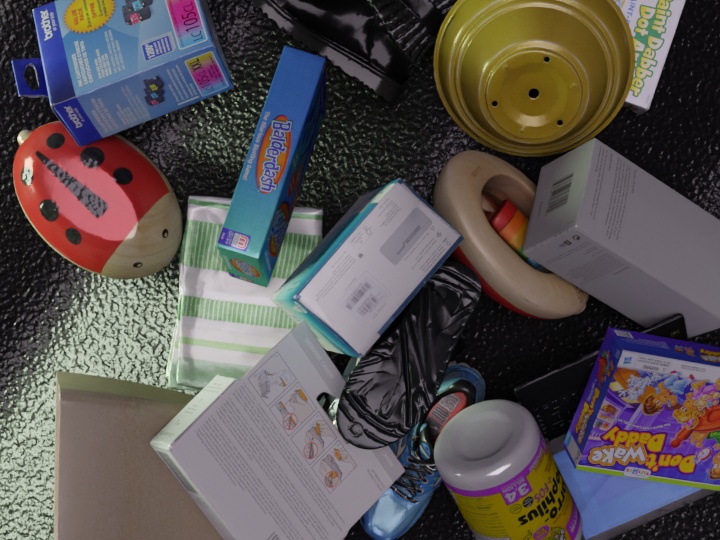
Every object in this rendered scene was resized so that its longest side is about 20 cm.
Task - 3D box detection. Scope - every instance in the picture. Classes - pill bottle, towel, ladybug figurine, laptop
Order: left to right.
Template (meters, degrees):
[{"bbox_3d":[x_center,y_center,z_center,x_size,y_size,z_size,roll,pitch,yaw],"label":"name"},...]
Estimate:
[{"bbox_3d":[-0.272,-0.074,1.306,0.200,0.072,0.136,37,91,1],"label":"ladybug figurine"},{"bbox_3d":[-0.117,0.028,1.328,0.152,0.023,0.201,5,90,0],"label":"towel"},{"bbox_3d":[0.145,-0.027,1.275,0.200,0.136,0.072,48,135,-5],"label":"ladybug figurine"},{"bbox_3d":[0.152,0.227,1.251,0.104,0.104,0.200,-28,123,1],"label":"pill bottle"},{"bbox_3d":[0.267,0.162,1.276,0.177,0.200,0.104,-25,54,3],"label":"laptop"}]

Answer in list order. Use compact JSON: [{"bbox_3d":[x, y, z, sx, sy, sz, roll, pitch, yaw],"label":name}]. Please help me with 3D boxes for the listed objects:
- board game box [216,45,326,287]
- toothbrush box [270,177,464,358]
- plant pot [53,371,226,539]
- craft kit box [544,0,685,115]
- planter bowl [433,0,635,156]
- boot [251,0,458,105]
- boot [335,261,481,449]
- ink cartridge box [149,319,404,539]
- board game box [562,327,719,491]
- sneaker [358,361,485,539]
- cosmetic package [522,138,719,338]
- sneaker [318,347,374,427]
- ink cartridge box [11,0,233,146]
[{"bbox_3d":[-0.082,-0.095,1.246,0.045,0.152,0.201,18,80,2],"label":"board game box"},{"bbox_3d":[0.000,0.000,1.226,0.085,0.200,0.147,42,81,-7],"label":"toothbrush box"},{"bbox_3d":[-0.206,0.205,1.251,0.176,0.200,0.201,1,90,-14],"label":"plant pot"},{"bbox_3d":[0.229,-0.285,1.313,0.197,0.049,0.201,18,91,-2],"label":"craft kit box"},{"bbox_3d":[0.168,-0.185,1.248,0.199,0.084,0.201,3,120,5],"label":"planter bowl"},{"bbox_3d":[-0.002,-0.284,1.295,0.211,0.079,0.158,33,97,-10],"label":"boot"},{"bbox_3d":[0.047,0.092,1.241,0.076,0.168,0.201,31,77,6],"label":"boot"},{"bbox_3d":[-0.072,0.175,1.205,0.176,0.045,0.200,-44,115,-26],"label":"ink cartridge box"},{"bbox_3d":[0.312,0.138,1.240,0.199,0.045,0.135,10,115,-14],"label":"board game box"},{"bbox_3d":[0.057,0.182,1.291,0.078,0.090,0.201,29,91,1],"label":"sneaker"},{"bbox_3d":[0.264,-0.025,1.240,0.200,0.085,0.108,31,58,-22],"label":"cosmetic package"},{"bbox_3d":[-0.034,0.169,1.299,0.079,0.078,0.201,12,83,13],"label":"sneaker"},{"bbox_3d":[-0.240,-0.213,1.277,0.199,0.076,0.137,-21,58,3],"label":"ink cartridge box"}]
